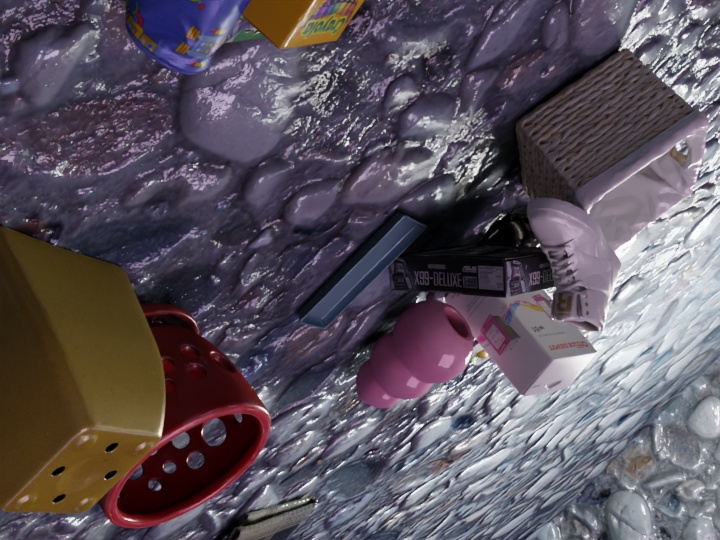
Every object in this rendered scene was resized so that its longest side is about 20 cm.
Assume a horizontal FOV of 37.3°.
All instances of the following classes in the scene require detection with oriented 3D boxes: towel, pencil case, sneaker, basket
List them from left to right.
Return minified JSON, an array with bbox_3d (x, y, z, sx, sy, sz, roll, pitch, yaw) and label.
[{"bbox_3d":[-0.106,-0.246,0.797,0.200,0.087,0.078,-52,-169,28],"label":"pencil case"},{"bbox_3d":[-0.193,0.484,1.924,0.199,0.035,0.193,-9,145,-48],"label":"towel"},{"bbox_3d":[0.245,-0.051,1.557,0.200,0.071,0.098,-32,156,-10],"label":"sneaker"},{"bbox_3d":[0.261,0.002,1.320,0.200,0.073,0.116,39,60,-40],"label":"sneaker"},{"bbox_3d":[0.323,-0.144,1.406,0.199,0.161,0.198,-36,154,-6],"label":"basket"}]

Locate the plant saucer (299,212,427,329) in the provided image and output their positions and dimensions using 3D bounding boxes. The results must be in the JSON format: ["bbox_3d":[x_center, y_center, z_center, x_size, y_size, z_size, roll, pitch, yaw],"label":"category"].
[{"bbox_3d":[0.000,0.000,1.393,0.200,0.019,0.070,-44,153,14],"label":"plant saucer"}]

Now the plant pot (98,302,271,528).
[{"bbox_3d":[-0.223,0.147,1.160,0.200,0.183,0.201,-29,153,-16],"label":"plant pot"}]

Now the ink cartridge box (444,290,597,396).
[{"bbox_3d":[0.247,0.086,1.634,0.144,0.200,0.085,-3,138,-50],"label":"ink cartridge box"}]

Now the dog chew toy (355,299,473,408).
[{"bbox_3d":[0.073,0.134,1.594,0.200,0.125,0.124,-41,155,24],"label":"dog chew toy"}]

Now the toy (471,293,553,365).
[{"bbox_3d":[0.261,0.086,1.828,0.200,0.047,0.115,-38,157,8],"label":"toy"}]

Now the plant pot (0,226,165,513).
[{"bbox_3d":[-0.297,0.114,0.996,0.194,0.200,0.195,-43,154,11],"label":"plant pot"}]

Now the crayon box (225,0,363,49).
[{"bbox_3d":[-0.022,-0.253,0.873,0.200,0.052,0.126,-50,174,25],"label":"crayon box"}]

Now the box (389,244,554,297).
[{"bbox_3d":[0.162,-0.002,1.414,0.157,0.199,0.050,-9,98,-44],"label":"box"}]
